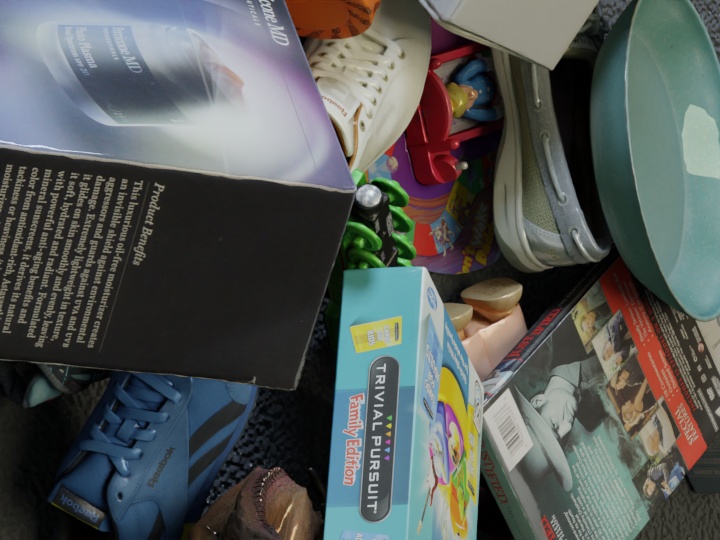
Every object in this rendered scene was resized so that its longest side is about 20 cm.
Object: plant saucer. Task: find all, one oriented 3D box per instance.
[{"bbox_3d":[0.175,-0.067,1.727,0.200,0.036,0.200,30,56,-60],"label":"plant saucer"}]

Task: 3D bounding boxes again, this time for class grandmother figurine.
[{"bbox_3d":[0.093,0.107,1.738,0.121,0.061,0.200,-20,105,-16],"label":"grandmother figurine"}]

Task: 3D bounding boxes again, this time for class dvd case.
[{"bbox_3d":[0.141,0.083,1.734,0.200,0.022,0.146,-47,120,-39],"label":"dvd case"}]

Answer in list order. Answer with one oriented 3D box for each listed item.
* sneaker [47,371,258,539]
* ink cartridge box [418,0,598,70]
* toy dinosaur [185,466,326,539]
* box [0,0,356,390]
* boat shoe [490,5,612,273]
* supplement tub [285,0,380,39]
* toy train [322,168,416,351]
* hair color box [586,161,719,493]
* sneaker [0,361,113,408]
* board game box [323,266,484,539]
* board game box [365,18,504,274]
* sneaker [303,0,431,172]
[{"bbox_3d":[-0.108,0.085,1.474,0.078,0.066,0.200,-23,142,-50],"label":"sneaker"},{"bbox_3d":[0.101,-0.233,1.639,0.083,0.145,0.200,21,111,-33],"label":"ink cartridge box"},{"bbox_3d":[-0.046,0.142,1.500,0.136,0.086,0.200,-47,161,-25],"label":"toy dinosaur"},{"bbox_3d":[-0.126,-0.057,1.379,0.198,0.200,0.123,7,123,-20],"label":"box"},{"bbox_3d":[0.119,-0.100,1.718,0.074,0.065,0.202,20,70,-48],"label":"boat shoe"},{"bbox_3d":[-0.015,-0.235,1.608,0.122,0.122,0.200,31,67,-38],"label":"supplement tub"},{"bbox_3d":[0.000,0.000,1.589,0.042,0.056,0.200,-58,162,-21],"label":"toy train"},{"bbox_3d":[0.219,0.031,1.859,0.099,0.061,0.200,-44,117,-37],"label":"hair color box"},{"bbox_3d":[-0.151,0.025,1.508,0.200,0.079,0.096,20,94,-40],"label":"sneaker"},{"bbox_3d":[0.024,0.121,1.541,0.151,0.047,0.200,61,29,-60],"label":"board game box"},{"bbox_3d":[0.064,-0.097,1.730,0.158,0.039,0.200,39,62,-35],"label":"board game box"},{"bbox_3d":[-0.007,-0.091,1.619,0.073,0.085,0.200,27,64,-2],"label":"sneaker"}]
